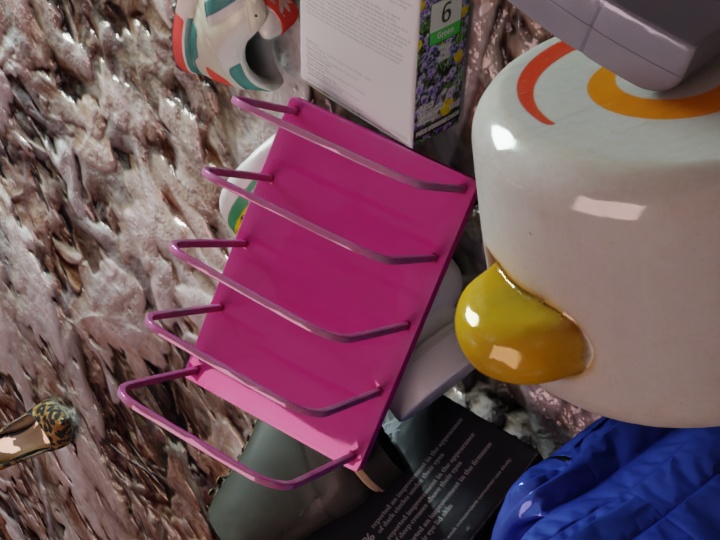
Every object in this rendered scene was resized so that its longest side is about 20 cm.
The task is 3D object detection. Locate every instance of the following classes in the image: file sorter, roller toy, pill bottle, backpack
[{"bbox_3d":[-0.040,0.010,0.738,0.138,0.125,0.202,26,101,18],"label":"file sorter"},{"bbox_3d":[0.145,-0.023,0.556,0.180,0.201,0.141,3,124,21],"label":"roller toy"},{"bbox_3d":[0.000,0.000,0.849,0.201,0.112,0.113,53,148,11],"label":"pill bottle"},{"bbox_3d":[0.148,0.192,0.713,0.167,0.199,0.164,38,143,30],"label":"backpack"}]

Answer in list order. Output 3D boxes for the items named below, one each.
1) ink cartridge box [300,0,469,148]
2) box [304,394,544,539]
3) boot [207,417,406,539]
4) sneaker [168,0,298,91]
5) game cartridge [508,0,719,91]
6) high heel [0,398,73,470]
[{"bbox_3d":[0.015,-0.187,0.737,0.109,0.050,0.202,36,140,33],"label":"ink cartridge box"},{"bbox_3d":[0.029,0.169,0.892,0.199,0.148,0.105,28,158,42],"label":"box"},{"bbox_3d":[-0.070,0.112,0.873,0.078,0.138,0.200,48,-176,-40],"label":"boot"},{"bbox_3d":[-0.081,-0.213,0.851,0.093,0.070,0.201,25,135,18],"label":"sneaker"},{"bbox_3d":[0.101,-0.169,0.552,0.200,0.132,0.041,47,145,20],"label":"game cartridge"},{"bbox_3d":[-0.476,0.242,1.685,0.199,0.142,0.072,-20,99,58],"label":"high heel"}]
